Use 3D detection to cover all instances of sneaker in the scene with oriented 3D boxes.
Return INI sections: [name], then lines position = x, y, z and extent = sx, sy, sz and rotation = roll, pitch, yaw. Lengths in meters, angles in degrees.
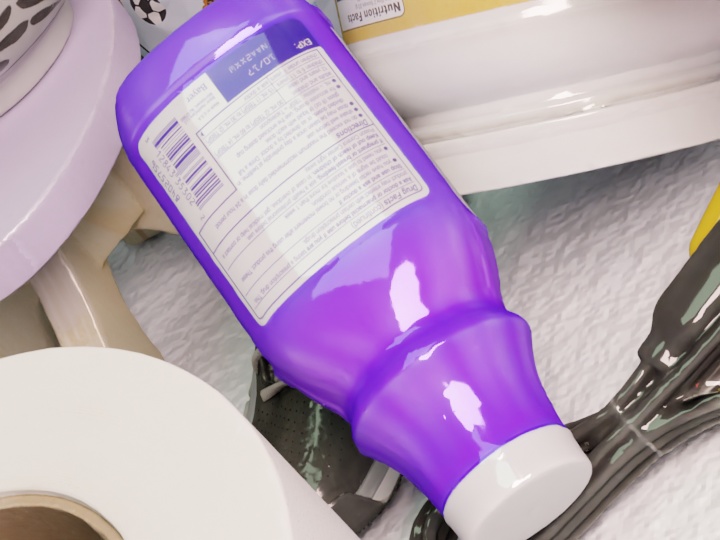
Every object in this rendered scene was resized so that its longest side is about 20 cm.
[sneaker]
position = -0.030, -0.001, 0.930
extent = 0.075, 0.116, 0.200
rotation = -19, 38, 28

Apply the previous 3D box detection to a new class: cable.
[cable]
position = 0.106, 0.043, 0.837
extent = 0.200, 0.050, 0.097
rotation = -51, 50, 4

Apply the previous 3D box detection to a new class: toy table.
[toy table]
position = -0.119, -0.022, 1.040
extent = 0.183, 0.117, 0.200
rotation = -20, 37, 27

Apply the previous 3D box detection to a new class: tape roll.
[tape roll]
position = -0.077, 0.142, 0.755
extent = 0.202, 0.139, 0.203
rotation = -17, 50, 21

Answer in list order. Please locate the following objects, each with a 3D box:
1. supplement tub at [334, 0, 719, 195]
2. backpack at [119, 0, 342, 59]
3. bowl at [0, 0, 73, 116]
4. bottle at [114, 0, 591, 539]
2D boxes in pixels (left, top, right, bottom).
[supplement tub]
position = 0.055, -0.133, 0.900
extent = 0.144, 0.201, 0.144
rotation = -13, 4, 1
[backpack]
position = -0.045, -0.169, 1.123
extent = 0.200, 0.154, 0.191
rotation = -38, 43, -2
[bowl]
position = -0.172, -0.110, 1.007
extent = 0.200, 0.094, 0.201
rotation = -26, 35, 20
[bottle]
position = 0.000, 0.000, 0.840
extent = 0.083, 0.065, 0.200
rotation = -39, 65, 5
